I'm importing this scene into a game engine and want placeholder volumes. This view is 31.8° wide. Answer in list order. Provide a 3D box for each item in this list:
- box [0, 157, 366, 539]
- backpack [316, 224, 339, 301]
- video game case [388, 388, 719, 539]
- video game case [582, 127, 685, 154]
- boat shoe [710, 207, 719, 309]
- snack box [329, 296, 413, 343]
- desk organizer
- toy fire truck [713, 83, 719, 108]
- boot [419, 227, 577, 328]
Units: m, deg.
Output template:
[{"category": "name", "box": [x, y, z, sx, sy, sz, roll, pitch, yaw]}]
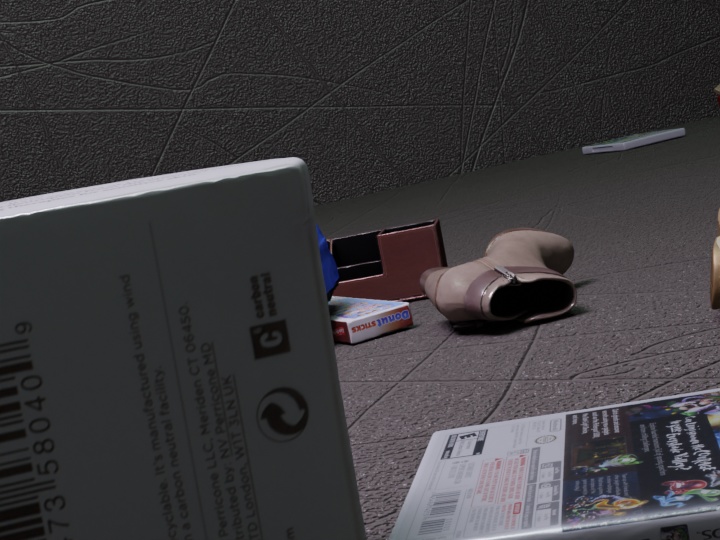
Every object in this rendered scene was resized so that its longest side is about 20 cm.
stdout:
[{"category": "box", "box": [-0.114, 0.067, 0.539, 0.197, 0.202, 0.171, -11, 6, -14]}, {"category": "backpack", "box": [-0.130, -0.002, 1.244, 0.198, 0.170, 0.163, -19, 13, 11]}, {"category": "video game case", "box": [0.113, 0.103, 0.627, 0.179, 0.024, 0.200, -11, 6, 11]}, {"category": "video game case", "box": [0.699, -0.331, 3.243, 0.198, 0.022, 0.182, -15, 8, -24]}, {"category": "boat shoe", "box": [0.326, -0.012, 1.040, 0.064, 0.073, 0.200, 1, 13, 19]}, {"category": "snack box", "box": [-0.024, 0.048, 1.295, 0.071, 0.025, 0.199, -15, 8, -25]}, {"category": "desk organizer", "box": [0.000, 0.000, 1.427, 0.197, 0.078, 0.072, -10, 7, 9]}, {"category": "toy fire truck", "box": [1.075, -0.493, 3.602, 0.174, 0.130, 0.200, -15, -4, -26]}, {"category": "boot", "box": [0.154, 0.011, 1.179, 0.198, 0.071, 0.146, -16, 14, -24]}]
